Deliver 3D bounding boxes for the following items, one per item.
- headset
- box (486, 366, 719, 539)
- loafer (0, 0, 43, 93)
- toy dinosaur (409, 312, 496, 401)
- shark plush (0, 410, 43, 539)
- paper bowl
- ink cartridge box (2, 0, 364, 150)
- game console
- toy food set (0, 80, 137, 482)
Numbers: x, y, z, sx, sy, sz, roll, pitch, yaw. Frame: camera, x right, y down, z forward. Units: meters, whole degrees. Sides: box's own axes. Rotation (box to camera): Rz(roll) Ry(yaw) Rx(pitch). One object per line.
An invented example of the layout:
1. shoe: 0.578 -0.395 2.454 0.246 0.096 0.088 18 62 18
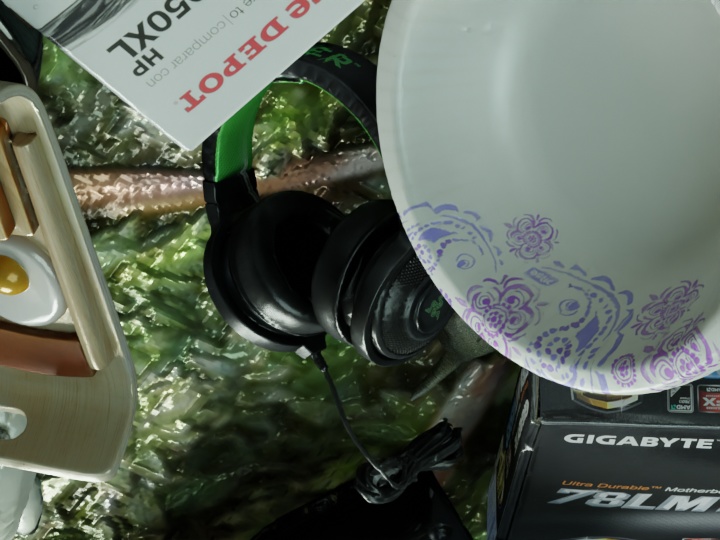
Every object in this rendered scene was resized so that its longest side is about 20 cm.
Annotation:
1. headset: 0.000 0.000 1.252 0.094 0.123 0.201 -22 109 -42
2. box: 0.162 0.086 1.307 0.199 0.050 0.199 2 158 -3
3. loafer: -0.197 -0.127 1.137 0.200 0.063 0.072 32 113 -34
4. toy dinosaur: 0.055 -0.015 1.279 0.077 0.102 0.200 20 118 -29
5. shark plush: -0.183 0.067 1.296 0.083 0.091 0.200 19 130 6
6. paper bowl: 0.111 -0.061 1.133 0.104 0.201 0.201 -20 139 -44
7. ink cartridge box: -0.085 -0.162 1.131 0.144 0.084 0.200 -39 129 15
8. game console: -0.036 0.182 1.395 0.199 0.117 0.176 -27 130 5
9. toy food set: -0.182 -0.002 1.193 0.143 0.060 0.200 8 135 25
